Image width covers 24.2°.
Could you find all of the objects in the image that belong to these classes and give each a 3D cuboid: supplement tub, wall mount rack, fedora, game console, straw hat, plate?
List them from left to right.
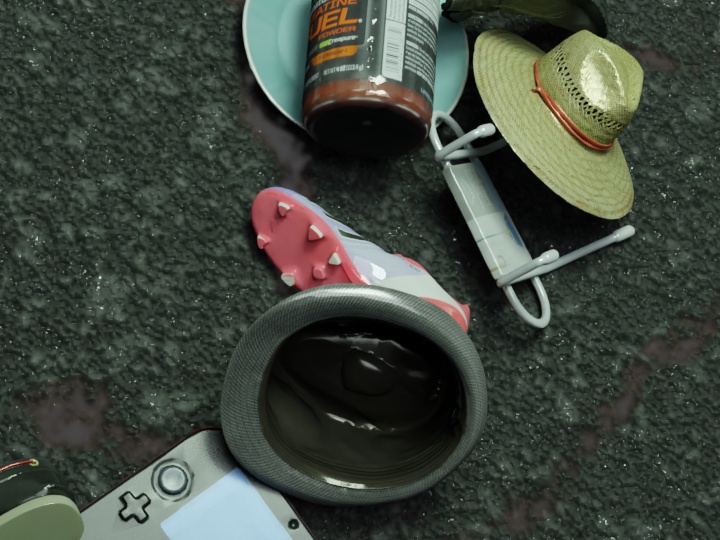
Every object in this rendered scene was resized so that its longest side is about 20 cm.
[{"bbox_3d":[-0.113,0.232,1.222,0.177,0.031,0.200,-33,81,-26],"label":"game console"},{"bbox_3d":[-0.005,0.083,1.261,0.199,0.090,0.178,7,108,-7],"label":"fedora"},{"bbox_3d":[-0.005,-0.191,1.423,0.199,0.026,0.201,6,68,-14],"label":"plate"},{"bbox_3d":[0.011,-0.200,1.359,0.106,0.107,0.201,10,66,-13],"label":"supplement tub"},{"bbox_3d":[0.141,-0.059,1.390,0.174,0.074,0.201,-16,78,-60],"label":"wall mount rack"},{"bbox_3d":[0.186,-0.148,1.381,0.201,0.085,0.202,33,34,-26],"label":"straw hat"}]

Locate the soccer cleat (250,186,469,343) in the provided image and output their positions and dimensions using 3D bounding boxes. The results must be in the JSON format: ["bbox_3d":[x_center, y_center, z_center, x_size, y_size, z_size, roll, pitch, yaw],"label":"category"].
[{"bbox_3d":[0.000,0.000,1.338,0.200,0.067,0.076,37,32,5],"label":"soccer cleat"}]

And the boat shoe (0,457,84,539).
[{"bbox_3d":[-0.294,0.195,1.166,0.201,0.074,0.063,-24,42,-14],"label":"boat shoe"}]

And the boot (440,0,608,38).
[{"bbox_3d":[0.139,-0.236,1.429,0.130,0.200,0.068,-7,83,15],"label":"boot"}]
